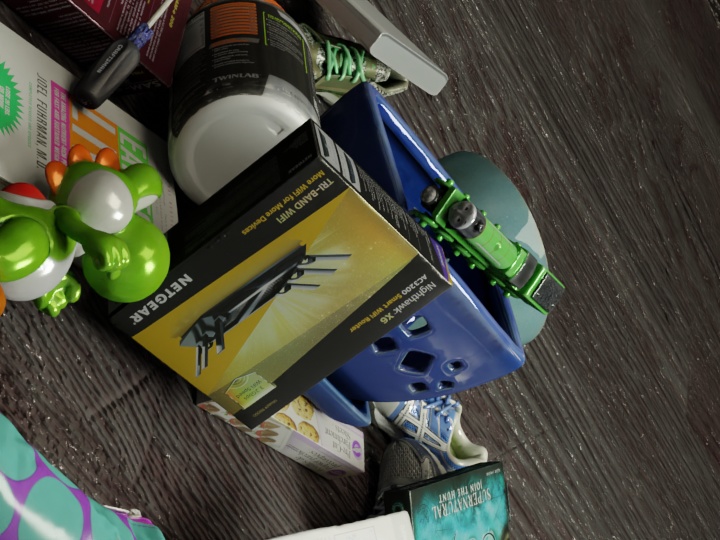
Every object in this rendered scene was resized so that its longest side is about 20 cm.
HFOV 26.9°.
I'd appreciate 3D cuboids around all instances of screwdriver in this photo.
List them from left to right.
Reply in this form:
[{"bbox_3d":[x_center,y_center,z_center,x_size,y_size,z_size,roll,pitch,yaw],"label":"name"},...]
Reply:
[{"bbox_3d":[-0.150,-0.194,1.136,0.200,0.029,0.028,-53,135,-27],"label":"screwdriver"}]

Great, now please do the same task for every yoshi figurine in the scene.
[{"bbox_3d":[-0.192,-0.003,0.982,0.200,0.112,0.113,-34,143,-47],"label":"yoshi figurine"}]

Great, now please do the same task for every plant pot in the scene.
[{"bbox_3d":[0.000,0.000,1.260,0.200,0.179,0.201,48,19,-37],"label":"plant pot"},{"bbox_3d":[0.069,-0.001,1.456,0.134,0.200,0.201,-20,93,-26],"label":"plant pot"}]

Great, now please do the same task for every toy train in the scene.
[{"bbox_3d":[0.105,-0.015,1.178,0.042,0.056,0.200,-55,145,-1],"label":"toy train"}]

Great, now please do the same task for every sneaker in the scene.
[{"bbox_3d":[-0.017,-0.203,1.469,0.200,0.088,0.077,2,85,-62],"label":"sneaker"},{"bbox_3d":[0.037,0.240,1.351,0.085,0.077,0.201,32,47,-47],"label":"sneaker"},{"bbox_3d":[0.053,0.126,1.441,0.200,0.077,0.076,57,33,-27],"label":"sneaker"}]

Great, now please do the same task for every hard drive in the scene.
[{"bbox_3d":[-0.010,-0.256,1.475,0.200,0.027,0.132,48,14,31],"label":"hard drive"}]

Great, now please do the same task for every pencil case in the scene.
[{"bbox_3d":[-0.203,0.151,0.928,0.200,0.085,0.093,49,51,-40],"label":"pencil case"}]

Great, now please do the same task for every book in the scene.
[{"bbox_3d":[-0.212,-0.079,1.096,0.200,0.048,0.134,35,41,-49],"label":"book"}]

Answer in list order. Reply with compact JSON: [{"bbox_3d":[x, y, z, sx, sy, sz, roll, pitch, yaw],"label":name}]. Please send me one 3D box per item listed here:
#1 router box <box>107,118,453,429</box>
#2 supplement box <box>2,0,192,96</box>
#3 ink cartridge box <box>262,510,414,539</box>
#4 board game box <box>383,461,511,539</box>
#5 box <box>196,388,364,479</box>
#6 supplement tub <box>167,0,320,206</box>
[{"bbox_3d":[-0.059,0.008,1.092,0.157,0.200,0.052,41,21,-33],"label":"router box"},{"bbox_3d":[-0.212,-0.231,1.138,0.200,0.061,0.109,41,53,-46],"label":"supplement box"},{"bbox_3d":[-0.038,0.275,1.118,0.199,0.047,0.161,-7,79,-34],"label":"ink cartridge box"},{"bbox_3d":[0.082,0.247,1.325,0.200,0.028,0.136,-2,86,-61],"label":"board game box"},{"bbox_3d":[-0.063,0.124,1.260,0.200,0.039,0.042,39,43,-48],"label":"box"},{"bbox_3d":[-0.096,-0.142,1.231,0.123,0.122,0.200,54,16,-33],"label":"supplement tub"}]
